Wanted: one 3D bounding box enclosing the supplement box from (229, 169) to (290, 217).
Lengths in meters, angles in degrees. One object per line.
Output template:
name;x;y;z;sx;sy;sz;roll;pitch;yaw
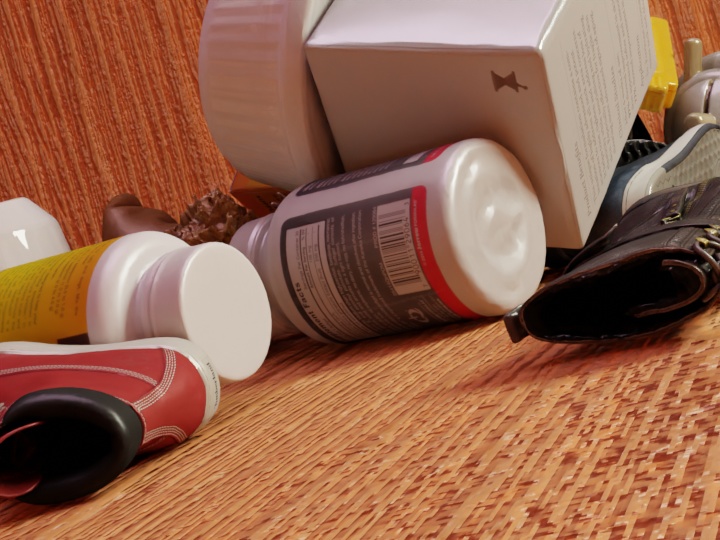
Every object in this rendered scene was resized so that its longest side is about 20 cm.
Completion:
supplement box;-0.009;-0.077;1.187;0.200;0.069;0.067;-2;-32;40

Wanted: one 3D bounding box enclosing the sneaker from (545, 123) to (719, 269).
sneaker;0.192;-0.055;1.099;0.146;0.077;0.202;-9;8;37

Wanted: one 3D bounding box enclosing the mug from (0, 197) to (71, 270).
mug;-0.267;0.039;1.010;0.186;0.154;0.149;-16;5;-11

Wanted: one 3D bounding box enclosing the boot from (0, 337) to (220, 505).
boot;-0.185;0.081;0.720;0.199;0.073;0.144;-11;7;18

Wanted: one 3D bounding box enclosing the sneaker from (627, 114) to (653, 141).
sneaker;0.157;-0.119;1.199;0.106;0.075;0.200;-25;-37;34

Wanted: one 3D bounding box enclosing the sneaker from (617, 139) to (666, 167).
sneaker;0.166;-0.061;1.177;0.199;0.071;0.093;-14;7;-12

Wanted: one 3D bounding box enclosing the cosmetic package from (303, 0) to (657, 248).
cosmetic package;0.091;-0.146;1.004;0.166;0.168;0.200;6;46;26

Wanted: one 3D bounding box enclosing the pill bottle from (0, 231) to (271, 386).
pill bottle;-0.152;0.041;0.849;0.199;0.110;0.109;-13;4;34

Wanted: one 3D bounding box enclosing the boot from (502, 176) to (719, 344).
boot;0.182;-0.013;0.699;0.200;0.069;0.174;-22;3;27

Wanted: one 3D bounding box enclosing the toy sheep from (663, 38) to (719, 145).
toy sheep;0.316;-0.128;1.234;0.138;0.138;0.200;-12;-4;41

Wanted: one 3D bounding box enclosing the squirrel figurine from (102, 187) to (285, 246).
squirrel figurine;-0.098;0.003;1.107;0.186;0.142;0.200;-8;5;2

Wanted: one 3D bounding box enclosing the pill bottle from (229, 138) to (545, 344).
pill bottle;0.010;-0.012;0.949;0.200;0.111;0.111;-12;5;38

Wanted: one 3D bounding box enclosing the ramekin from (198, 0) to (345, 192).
ramekin;-0.037;-0.147;1.051;0.094;0.203;0.202;6;13;25

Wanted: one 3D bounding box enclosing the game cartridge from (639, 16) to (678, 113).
game cartridge;0.164;-0.195;1.233;0.199;0.033;0.176;11;29;2
